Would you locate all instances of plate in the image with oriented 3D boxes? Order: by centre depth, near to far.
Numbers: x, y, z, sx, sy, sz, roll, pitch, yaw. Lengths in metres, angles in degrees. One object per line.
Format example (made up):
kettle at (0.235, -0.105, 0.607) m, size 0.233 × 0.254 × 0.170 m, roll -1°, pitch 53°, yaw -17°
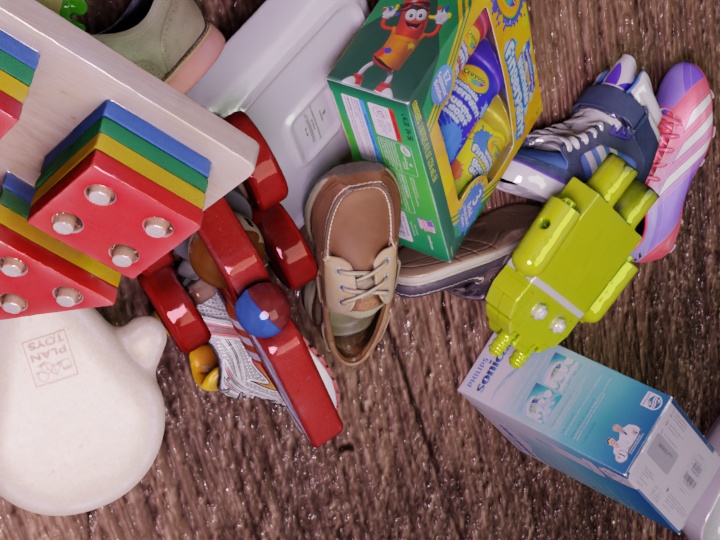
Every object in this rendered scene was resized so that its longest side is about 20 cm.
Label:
plate at (-0.042, -0.113, 1.099) m, size 0.200 × 0.032 × 0.200 m, roll -50°, pitch 148°, yaw -19°

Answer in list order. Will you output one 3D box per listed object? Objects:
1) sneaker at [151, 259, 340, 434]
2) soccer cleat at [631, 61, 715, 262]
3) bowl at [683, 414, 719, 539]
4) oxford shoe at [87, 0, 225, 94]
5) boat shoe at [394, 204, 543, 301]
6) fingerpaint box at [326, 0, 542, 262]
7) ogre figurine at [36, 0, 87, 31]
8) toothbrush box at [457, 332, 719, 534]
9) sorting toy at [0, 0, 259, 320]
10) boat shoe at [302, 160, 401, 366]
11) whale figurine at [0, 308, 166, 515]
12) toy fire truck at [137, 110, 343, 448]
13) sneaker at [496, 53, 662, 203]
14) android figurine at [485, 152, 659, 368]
sneaker at (-0.089, 0.065, 1.142) m, size 0.082 × 0.078 × 0.200 m, roll -48°, pitch 127°, yaw -12°
soccer cleat at (0.288, -0.102, 1.457) m, size 0.076 × 0.067 × 0.201 m, roll -6°, pitch 116°, yaw -40°
bowl at (0.446, 0.253, 1.783) m, size 0.200 × 0.075 × 0.200 m, roll -54°, pitch 138°, yaw -11°
oxford shoe at (-0.176, -0.111, 0.972) m, size 0.200 × 0.071 × 0.074 m, roll -51°, pitch 123°, yaw -25°
boat shoe at (0.101, -0.004, 1.302) m, size 0.200 × 0.072 × 0.065 m, roll -23°, pitch 120°, yaw -45°
fingerpaint box at (0.065, -0.133, 1.148) m, size 0.167 × 0.073 × 0.200 m, roll -57°, pitch 153°, yaw -24°
ogre figurine at (-0.232, -0.173, 0.834) m, size 0.098 × 0.120 × 0.200 m, roll -58°, pitch 140°, yaw -14°
toothbrush box at (0.210, 0.143, 1.388) m, size 0.085 × 0.200 × 0.146 m, roll -57°, pitch 137°, yaw -10°
sorting toy at (-0.196, -0.048, 0.833) m, size 0.200 × 0.199 × 0.070 m, roll 31°, pitch 47°, yaw -28°
boat shoe at (0.000, 0.000, 1.139) m, size 0.075 × 0.074 × 0.200 m, roll -11°, pitch 145°, yaw -10°
whale figurine at (-0.208, 0.060, 1.004) m, size 0.159 × 0.104 × 0.201 m, roll -19°, pitch 101°, yaw -13°
toy fire truck at (-0.076, 0.005, 0.973) m, size 0.112 × 0.168 × 0.200 m, roll -31°, pitch 139°, yaw -10°
sneaker at (0.196, -0.128, 1.340) m, size 0.200 × 0.080 × 0.147 m, roll 12°, pitch 94°, yaw -46°
android figurine at (0.180, -0.003, 1.307) m, size 0.200 × 0.041 × 0.182 m, roll -53°, pitch 148°, yaw 1°
